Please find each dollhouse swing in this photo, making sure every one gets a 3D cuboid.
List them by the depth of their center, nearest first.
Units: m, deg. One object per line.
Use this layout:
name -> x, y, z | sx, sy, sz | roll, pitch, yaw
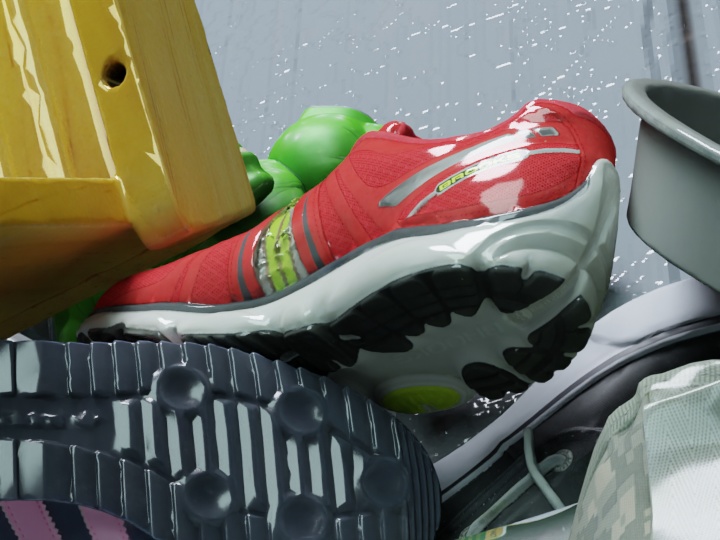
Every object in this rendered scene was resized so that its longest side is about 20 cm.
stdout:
dollhouse swing -> -0.167, -0.039, 0.842 | 0.199, 0.176, 0.183 | -25, 68, 19

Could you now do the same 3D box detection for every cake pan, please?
cake pan -> 0.159, 0.000, 0.742 | 0.200, 0.199, 0.037 | 38, 110, 56

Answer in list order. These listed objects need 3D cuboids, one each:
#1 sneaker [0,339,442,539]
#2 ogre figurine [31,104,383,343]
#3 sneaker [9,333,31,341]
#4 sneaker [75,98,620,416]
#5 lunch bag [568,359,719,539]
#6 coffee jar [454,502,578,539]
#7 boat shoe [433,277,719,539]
sneaker -> -0.079, 0.063, 0.770 | 0.199, 0.082, 0.071 | 8, 61, -6
ogre figurine -> -0.027, 0.012, 0.917 | 0.200, 0.098, 0.120 | -46, 56, -5
sneaker -> -0.154, 0.040, 0.974 | 0.075, 0.082, 0.200 | -39, 34, -21
sneaker -> 0.000, 0.000, 0.796 | 0.199, 0.077, 0.085 | -14, 47, 41
lunch bag -> 0.089, 0.137, 0.547 | 0.117, 0.201, 0.164 | -16, 34, 15
coffee jar -> 0.069, 0.104, 0.701 | 0.199, 0.085, 0.105 | -21, 75, 8
boat shoe -> 0.059, 0.074, 0.784 | 0.199, 0.074, 0.068 | -29, 38, -1
